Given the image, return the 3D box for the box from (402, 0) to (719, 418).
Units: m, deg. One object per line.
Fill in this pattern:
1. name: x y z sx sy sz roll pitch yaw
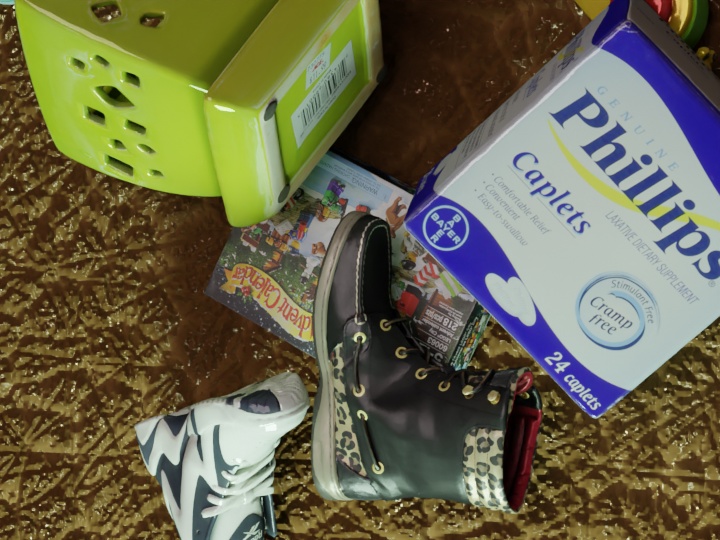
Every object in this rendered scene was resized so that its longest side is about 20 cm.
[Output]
1. box: 0.162 -0.044 1.538 0.184 0.105 0.200 45 108 -5

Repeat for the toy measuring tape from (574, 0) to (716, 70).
1. toy measuring tape: 0.174 -0.201 1.602 0.074 0.074 0.200 -45 69 17

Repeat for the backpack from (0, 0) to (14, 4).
1. backpack: -0.263 -0.300 1.782 0.176 0.153 0.200 -23 67 26

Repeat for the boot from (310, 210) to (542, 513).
1. boot: 0.044 0.066 1.600 0.150 0.073 0.200 7 95 29

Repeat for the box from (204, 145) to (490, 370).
1. box: 0.000 0.000 1.690 0.200 0.038 0.137 29 99 26

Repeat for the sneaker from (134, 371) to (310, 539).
1. sneaker: -0.082 0.149 1.675 0.199 0.079 0.130 -21 89 51

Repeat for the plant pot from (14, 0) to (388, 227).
1. plant pot: -0.096 -0.159 1.638 0.181 0.199 0.200 29 67 18
